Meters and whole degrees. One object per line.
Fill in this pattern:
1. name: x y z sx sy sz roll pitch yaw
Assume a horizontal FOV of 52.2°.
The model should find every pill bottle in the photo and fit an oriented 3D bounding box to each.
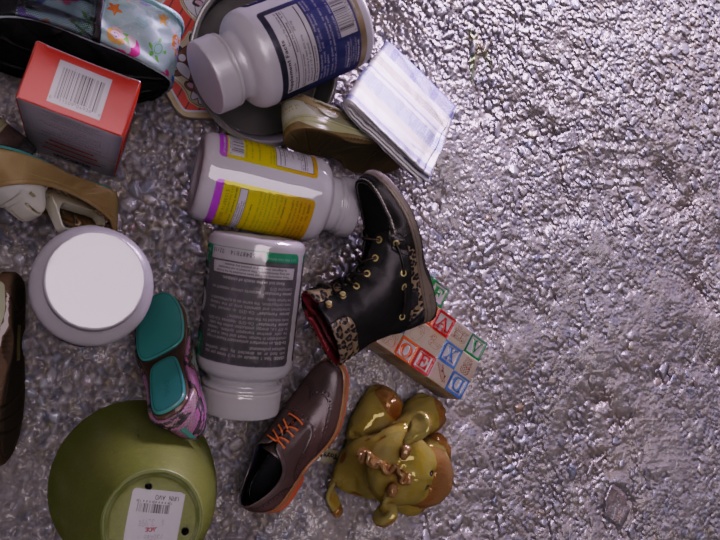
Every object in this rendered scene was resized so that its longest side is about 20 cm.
1. pill bottle: -0.092 -0.255 0.841 0.198 0.111 0.112 -29 96 -23
2. pill bottle: -0.102 -0.095 0.890 0.197 0.104 0.106 11 80 -21
3. pill bottle: -0.129 0.061 0.846 0.111 0.113 0.203 6 94 -21
4. pill bottle: -0.276 0.018 0.755 0.118 0.200 0.122 2 83 -21

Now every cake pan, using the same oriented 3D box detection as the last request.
1. cake pan: -0.120 -0.256 0.910 0.198 0.037 0.204 -5 100 -30

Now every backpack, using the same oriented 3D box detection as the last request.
1. backpack: -0.293 -0.262 0.792 0.198 0.177 0.153 17 79 -28

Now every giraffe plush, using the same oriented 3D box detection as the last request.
1. giraffe plush: 0.045 0.228 0.884 0.197 0.162 0.176 -3 86 -23

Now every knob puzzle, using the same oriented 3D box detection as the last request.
1. knob puzzle: -0.177 -0.280 0.918 0.216 0.030 0.223 2 84 -22

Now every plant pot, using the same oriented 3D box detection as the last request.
1. plant pot: -0.224 0.235 0.754 0.184 0.200 0.190 2 83 -21

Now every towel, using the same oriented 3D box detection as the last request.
1. towel: 0.056 -0.211 0.961 0.147 0.024 0.201 41 39 -14

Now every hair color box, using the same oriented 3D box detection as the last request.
1. hair color box: -0.292 -0.159 0.766 0.100 0.200 0.062 19 79 -19

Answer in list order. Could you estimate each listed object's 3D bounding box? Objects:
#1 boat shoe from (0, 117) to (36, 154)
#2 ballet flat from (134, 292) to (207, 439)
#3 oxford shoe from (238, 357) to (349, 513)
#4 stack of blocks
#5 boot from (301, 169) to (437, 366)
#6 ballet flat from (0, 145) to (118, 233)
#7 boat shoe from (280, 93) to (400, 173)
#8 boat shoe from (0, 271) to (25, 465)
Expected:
1. boat shoe: -0.413 -0.064 0.766 0.066 0.072 0.202 33 86 -19
2. ballet flat: -0.206 0.109 0.813 0.068 0.201 0.072 -25 130 -3
3. oxford shoe: -0.076 0.194 0.860 0.071 0.072 0.202 25 86 23
4. stack of blocks: 0.069 0.068 0.967 0.199 0.058 0.116 36 72 -15
5. boot: 0.000 0.000 0.862 0.149 0.073 0.202 -28 112 -25
6. ballet flat: -0.324 -0.075 0.763 0.199 0.068 0.064 17 56 -62
7. boat shoe: -0.016 -0.174 0.936 0.199 0.073 0.064 7 63 -39
8. boat shoe: -0.400 0.103 0.775 0.075 0.072 0.203 -1 77 -8
